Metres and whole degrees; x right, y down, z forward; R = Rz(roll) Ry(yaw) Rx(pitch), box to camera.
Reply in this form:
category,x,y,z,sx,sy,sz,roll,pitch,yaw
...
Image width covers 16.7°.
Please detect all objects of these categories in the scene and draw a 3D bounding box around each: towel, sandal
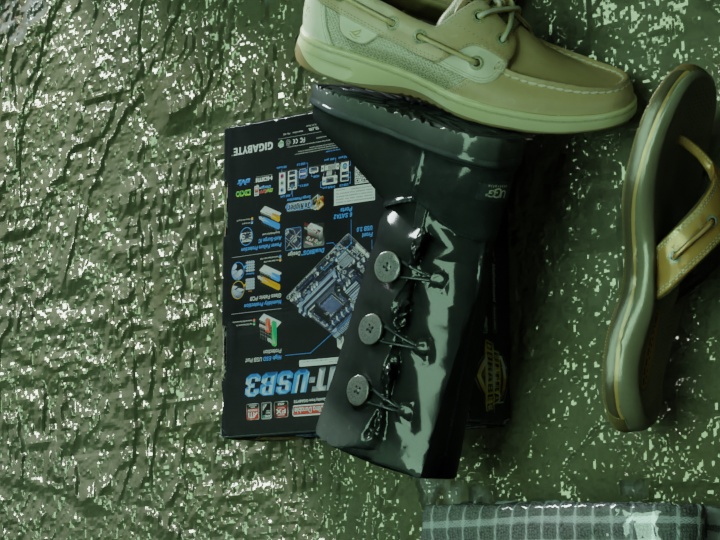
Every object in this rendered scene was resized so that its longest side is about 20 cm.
category,x,y,z,sx,sy,sz,roll,pitch,yaw
towel,0.109,0.207,1.339,0.199,0.085,0.167,-6,80,41
sandal,0.173,-0.009,1.321,0.054,0.080,0.201,10,93,27

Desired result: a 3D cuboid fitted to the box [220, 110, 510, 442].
category,x,y,z,sx,sy,sz,roll,pitch,yaw
box,0.000,0.000,1.488,0.199,0.050,0.200,-8,80,41

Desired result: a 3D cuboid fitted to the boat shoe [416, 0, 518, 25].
category,x,y,z,sx,sy,sz,roll,pitch,yaw
boat shoe,0.087,-0.209,1.422,0.065,0.072,0.201,21,98,40

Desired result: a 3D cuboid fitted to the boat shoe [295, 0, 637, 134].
category,x,y,z,sx,sy,sz,roll,pitch,yaw
boat shoe,0.062,-0.128,1.386,0.199,0.072,0.065,15,114,12

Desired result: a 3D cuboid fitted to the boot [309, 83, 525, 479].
category,x,y,z,sx,sy,sz,roll,pitch,yaw
boot,0.012,0.003,1.414,0.165,0.065,0.201,26,110,50
